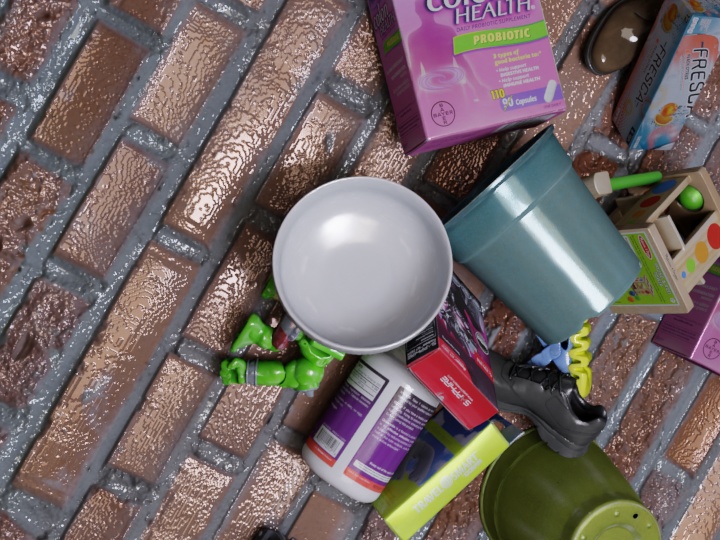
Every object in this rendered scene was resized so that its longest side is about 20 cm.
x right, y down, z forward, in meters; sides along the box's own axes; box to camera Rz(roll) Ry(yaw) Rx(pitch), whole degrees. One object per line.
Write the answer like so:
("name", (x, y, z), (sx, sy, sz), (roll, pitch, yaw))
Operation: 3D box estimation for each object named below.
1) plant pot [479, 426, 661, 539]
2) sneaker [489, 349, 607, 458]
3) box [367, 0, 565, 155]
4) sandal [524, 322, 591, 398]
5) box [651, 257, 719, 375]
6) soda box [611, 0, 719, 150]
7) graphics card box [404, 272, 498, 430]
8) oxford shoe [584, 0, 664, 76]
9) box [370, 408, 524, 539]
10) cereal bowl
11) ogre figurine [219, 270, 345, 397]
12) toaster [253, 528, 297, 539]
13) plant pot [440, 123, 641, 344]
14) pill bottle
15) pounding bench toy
("plant pot", (0.283, 0.323, 1.349), (0.199, 0.193, 0.202), (-3, 101, -17))
("sneaker", (0.225, 0.150, 1.326), (0.199, 0.091, 0.076), (32, 45, -3))
("box", (0.121, -0.255, 1.217), (0.175, 0.097, 0.201), (-13, 88, -14))
("sandal", (0.257, 0.064, 1.361), (0.086, 0.079, 0.202), (2, 88, 21))
("box", (0.531, 0.053, 1.428), (0.175, 0.097, 0.201), (26, 91, -19))
("soda box", (0.384, -0.246, 1.293), (0.063, 0.069, 0.201), (-1, 135, -16))
("graphics card box", (0.102, 0.074, 1.240), (0.051, 0.201, 0.126), (-32, 121, 20))
("oxford shoe", (0.368, -0.318, 1.320), (0.200, 0.084, 0.073), (-40, 110, -5))
("box", (0.098, 0.239, 1.314), (0.200, 0.122, 0.048), (-41, 107, -7))
("cereal bowl", (0.000, 0.000, 1.173), (0.198, 0.083, 0.202), (1, 76, -4))
("ogre figurine", (-0.074, 0.067, 1.246), (0.119, 0.098, 0.201), (30, 78, -8))
("toaster", (-0.109, 0.432, 1.290), (0.129, 0.114, 0.201), (37, 86, -22))
("plant pot", (0.212, -0.032, 1.235), (0.200, 0.200, 0.196), (-41, 92, -6))
("pill bottle", (0.022, 0.175, 1.285), (0.112, 0.112, 0.201), (34, 89, -19))
("pounding bench toy", (0.365, -0.072, 1.322), (0.156, 0.124, 0.201), (-41, 110, -29))
